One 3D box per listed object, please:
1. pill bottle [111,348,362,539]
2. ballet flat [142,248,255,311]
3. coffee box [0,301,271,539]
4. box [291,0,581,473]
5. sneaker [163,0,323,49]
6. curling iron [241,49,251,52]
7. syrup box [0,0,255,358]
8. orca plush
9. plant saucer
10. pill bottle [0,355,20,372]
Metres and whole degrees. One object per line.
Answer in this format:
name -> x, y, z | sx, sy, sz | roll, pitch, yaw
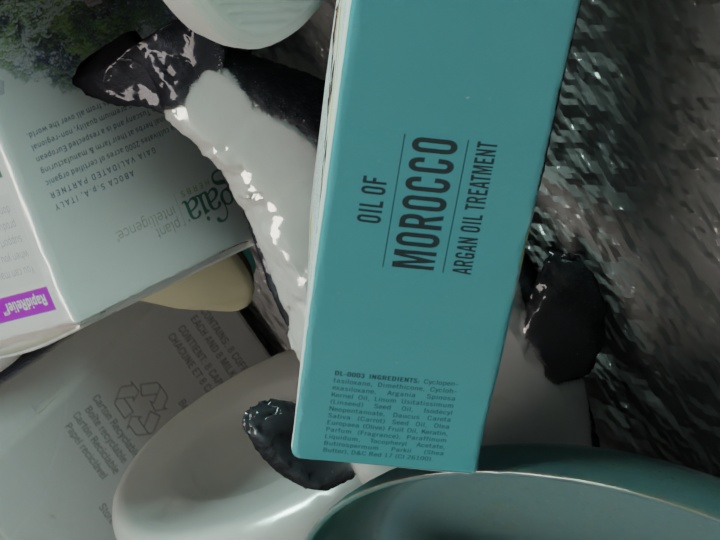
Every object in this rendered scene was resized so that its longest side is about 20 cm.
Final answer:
pill bottle -> 0.013, 0.132, 0.963 | 0.114, 0.114, 0.200 | 12, 136, 58
ballet flat -> -0.118, -0.043, 0.930 | 0.200, 0.069, 0.069 | 47, 160, -14
coffee box -> -0.118, 0.127, 1.098 | 0.200, 0.200, 0.198 | 57, 158, -13
box -> 0.017, -0.041, 0.695 | 0.049, 0.082, 0.200 | 6, 143, -3
sneaker -> -0.075, -0.149, 0.756 | 0.118, 0.074, 0.201 | -4, 112, 57
curling iron -> -0.066, -0.057, 0.946 | 0.050, 0.026, 0.200 | 52, 158, -5
syrup box -> -0.108, -0.081, 0.850 | 0.081, 0.079, 0.200 | -12, 102, 51
orca plush -> 0.000, 0.000, 0.843 | 0.200, 0.105, 0.071 | 38, -160, -16
plant saucer -> 0.079, 0.106, 0.820 | 0.200, 0.027, 0.200 | 17, 145, 12
pill bottle -> -0.172, -0.020, 1.064 | 0.114, 0.114, 0.200 | 57, 170, -12
